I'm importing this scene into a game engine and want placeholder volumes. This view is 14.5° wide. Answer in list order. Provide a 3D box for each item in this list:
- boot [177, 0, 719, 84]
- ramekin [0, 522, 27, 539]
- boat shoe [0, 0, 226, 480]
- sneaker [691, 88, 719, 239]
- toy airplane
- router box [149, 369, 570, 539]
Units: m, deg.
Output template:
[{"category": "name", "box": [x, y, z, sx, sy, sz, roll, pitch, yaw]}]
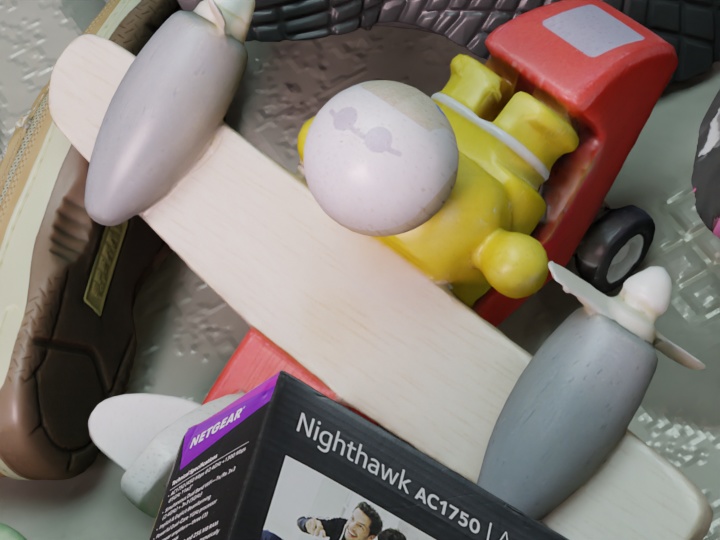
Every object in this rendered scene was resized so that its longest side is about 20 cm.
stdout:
[{"category": "boot", "box": [0.028, -0.123, 0.989, 0.200, 0.070, 0.132, 9, 23, -8]}, {"category": "ramekin", "box": [-0.134, 0.167, 0.726, 0.200, 0.098, 0.200, -32, 22, 15]}, {"category": "boat shoe", "box": [-0.106, -0.019, 0.949, 0.076, 0.072, 0.200, -6, 46, 32]}, {"category": "sneaker", "box": [0.166, -0.072, 0.903, 0.080, 0.086, 0.200, -9, 51, 49]}, {"category": "toy airplane", "box": [0.000, 0.000, 0.846, 0.200, 0.141, 0.199, -3, 59, 5]}, {"category": "router box", "box": [0.030, 0.138, 0.699, 0.051, 0.200, 0.149, -35, 30, 48]}]
